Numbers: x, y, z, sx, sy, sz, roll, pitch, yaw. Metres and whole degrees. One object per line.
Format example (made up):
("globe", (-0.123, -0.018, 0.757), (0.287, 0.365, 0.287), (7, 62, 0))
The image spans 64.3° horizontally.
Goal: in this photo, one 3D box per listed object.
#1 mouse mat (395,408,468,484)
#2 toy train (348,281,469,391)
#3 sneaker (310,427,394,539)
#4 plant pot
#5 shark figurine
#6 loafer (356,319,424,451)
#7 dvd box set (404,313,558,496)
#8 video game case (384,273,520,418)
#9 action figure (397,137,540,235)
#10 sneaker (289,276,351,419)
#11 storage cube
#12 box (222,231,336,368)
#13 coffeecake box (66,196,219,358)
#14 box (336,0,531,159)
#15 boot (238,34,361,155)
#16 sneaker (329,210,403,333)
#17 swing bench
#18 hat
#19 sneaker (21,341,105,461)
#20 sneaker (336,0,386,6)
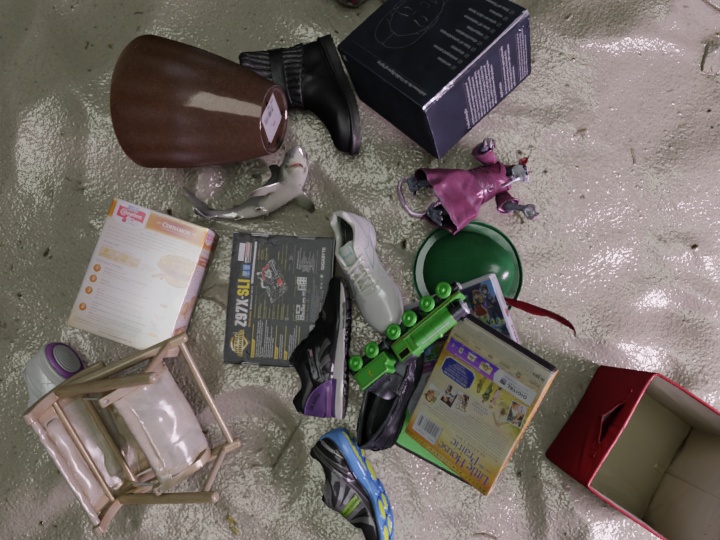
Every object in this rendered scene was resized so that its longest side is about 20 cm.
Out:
("mouse mat", (0.157, 0.208, 0.878), (0.160, 0.008, 0.201), (27, 85, 4))
("toy train", (0.066, 0.092, 0.779), (0.200, 0.042, 0.057), (-41, 61, 14))
("sneaker", (-0.011, 0.334, 0.843), (0.082, 0.071, 0.201), (-29, 83, 12))
("plant pot", (-0.212, -0.227, 0.817), (0.198, 0.187, 0.189), (11, 84, 14))
("shark figurine", (-0.158, -0.129, 0.895), (0.213, 0.128, 0.090), (-22, 58, 16))
("loafer", (0.041, 0.167, 0.829), (0.068, 0.070, 0.203), (20, 99, 39))
("dvd box set", (0.157, 0.179, 0.776), (0.146, 0.029, 0.202), (32, 111, 30))
("video game case", (0.133, 0.122, 0.822), (0.199, 0.023, 0.184), (-24, 80, 35))
("action figure", (0.179, -0.121, 0.878), (0.199, 0.149, 0.135), (-21, 93, -21))
("sneaker", (-0.059, 0.107, 0.813), (0.087, 0.076, 0.202), (3, 85, 4))
("storage cube", (0.391, 0.249, 0.785), (0.199, 0.180, 0.172), (33, 86, 5))
("box", (-0.121, 0.046, 0.877), (0.158, 0.049, 0.202), (3, 85, 3))
("coffeecake box", (-0.325, 0.012, 0.870), (0.152, 0.073, 0.202), (18, 85, 2))
("box", (0.109, -0.309, 0.839), (0.196, 0.124, 0.200), (-42, 60, -5))
("boot", (-0.094, -0.258, 0.890), (0.156, 0.080, 0.213), (-17, 74, -8))
("sneaker", (0.000, 0.000, 0.839), (0.070, 0.080, 0.202), (-30, 65, 18))
("swing bench", (-0.305, 0.224, 0.790), (0.198, 0.130, 0.200), (-18, 107, 10))
("hat", (0.179, 0.000, 0.812), (0.198, 0.176, 0.168), (4, 86, 1))
("sneaker", (-0.436, 0.209, 0.864), (0.099, 0.075, 0.201), (-34, 85, 17))
("sneaker", (-0.028, -0.473, 0.912), (0.198, 0.081, 0.089), (-2, 83, 1))
